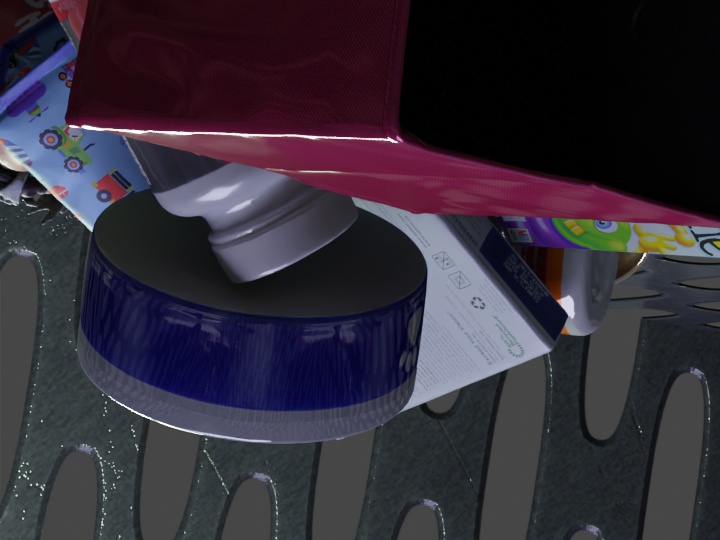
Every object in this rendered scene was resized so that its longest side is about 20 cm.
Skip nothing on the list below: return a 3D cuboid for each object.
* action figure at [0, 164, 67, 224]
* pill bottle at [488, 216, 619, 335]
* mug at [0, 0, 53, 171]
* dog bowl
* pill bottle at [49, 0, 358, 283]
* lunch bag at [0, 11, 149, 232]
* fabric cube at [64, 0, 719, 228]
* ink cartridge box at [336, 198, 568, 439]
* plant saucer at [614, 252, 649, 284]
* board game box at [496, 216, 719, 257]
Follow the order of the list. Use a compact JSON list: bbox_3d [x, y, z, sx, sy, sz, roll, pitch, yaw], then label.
[{"bbox_3d":[-0.228,-0.119,1.884,0.069,0.130,0.200,7,148,25],"label":"action figure"},{"bbox_3d":[0.064,-0.022,1.751,0.199,0.110,0.110,7,175,18],"label":"pill bottle"},{"bbox_3d":[-0.133,-0.147,1.759,0.199,0.178,0.134,2,136,27],"label":"mug"},{"bbox_3d":[-0.062,0.021,1.543,0.199,0.079,0.200,7,-156,-3],"label":"dog bowl"},{"bbox_3d":[-0.082,-0.099,1.450,0.111,0.200,0.111,-27,-169,6],"label":"pill bottle"},{"bbox_3d":[-0.108,-0.116,1.617,0.200,0.094,0.151,-33,115,26],"label":"lunch bag"},{"bbox_3d":[0.033,-0.129,1.017,0.200,0.197,0.199,12,176,-40],"label":"fabric cube"},{"bbox_3d":[0.000,0.000,1.694,0.200,0.041,0.200,-25,113,40],"label":"ink cartridge box"},{"bbox_3d":[0.106,-0.055,1.817,0.200,0.037,0.201,13,149,8],"label":"plant saucer"},{"bbox_3d":[0.181,-0.080,1.609,0.199,0.105,0.103,4,138,29],"label":"board game box"}]
